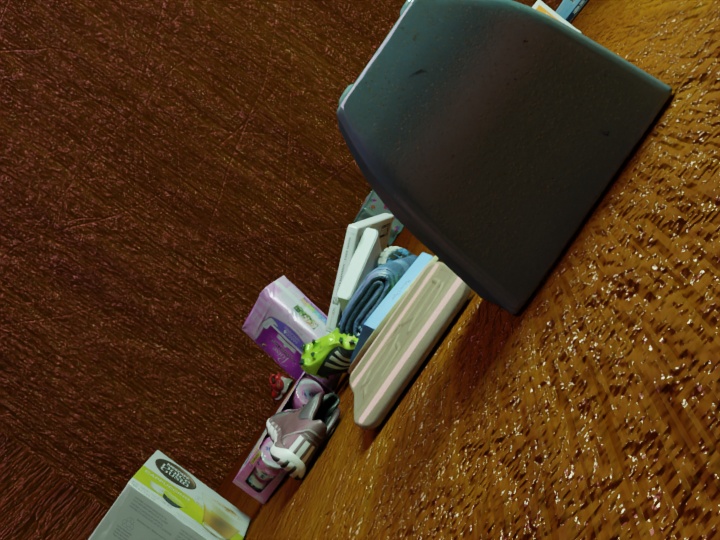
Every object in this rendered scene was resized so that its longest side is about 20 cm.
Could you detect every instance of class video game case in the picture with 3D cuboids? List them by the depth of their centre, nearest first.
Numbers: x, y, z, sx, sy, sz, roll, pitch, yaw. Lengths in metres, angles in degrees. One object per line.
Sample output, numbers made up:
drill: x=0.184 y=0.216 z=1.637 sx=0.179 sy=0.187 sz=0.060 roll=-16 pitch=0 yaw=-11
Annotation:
video game case: x=0.000 y=0.000 z=1.589 sx=0.200 sy=0.023 sz=0.186 roll=-26 pitch=-49 yaw=-69

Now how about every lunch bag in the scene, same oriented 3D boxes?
lunch bag: x=0.094 y=-0.220 z=3.301 sx=0.201 sy=0.169 sz=0.122 roll=-59 pitch=3 yaw=-38

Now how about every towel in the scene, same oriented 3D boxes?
towel: x=0.033 y=0.032 z=1.316 sx=0.113 sy=0.048 sz=0.200 roll=-57 pitch=-11 yaw=15

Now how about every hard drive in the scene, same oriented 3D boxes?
hard drive: x=0.007 y=0.036 z=1.562 sx=0.201 sy=0.026 sz=0.134 roll=75 pitch=-145 yaw=-61

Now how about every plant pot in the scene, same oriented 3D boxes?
plant pot: x=0.089 y=-0.111 z=0.741 sx=0.198 sy=0.199 sz=0.196 roll=-54 pitch=1 yaw=2

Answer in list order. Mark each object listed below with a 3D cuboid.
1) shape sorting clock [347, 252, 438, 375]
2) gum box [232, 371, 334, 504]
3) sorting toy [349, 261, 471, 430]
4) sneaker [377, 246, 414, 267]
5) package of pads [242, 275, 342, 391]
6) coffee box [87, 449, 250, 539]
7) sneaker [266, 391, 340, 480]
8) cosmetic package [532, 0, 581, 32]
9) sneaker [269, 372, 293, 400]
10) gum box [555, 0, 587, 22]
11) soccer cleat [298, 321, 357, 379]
shape sorting clock: x=0.049 y=0.061 z=1.232 sx=0.201 sy=0.039 sz=0.200 roll=-52 pitch=-10 yaw=-13
gum box: x=-0.128 y=0.279 z=1.522 sx=0.114 sy=0.066 sz=0.201 roll=-55 pitch=1 yaw=42
sorting toy: x=0.053 y=0.077 z=0.992 sx=0.187 sy=0.036 sz=0.200 roll=-55 pitch=6 yaw=2
sneaker: x=0.039 y=0.037 z=1.529 sx=0.201 sy=0.074 sz=0.087 roll=-55 pitch=-6 yaw=-48
package of pads: x=-0.104 y=0.121 z=1.604 sx=0.075 sy=0.199 sz=0.121 roll=-35 pitch=-17 yaw=-52
coffee box: x=-0.315 y=0.439 z=1.437 sx=0.202 sy=0.198 sz=0.198 roll=-54 pitch=1 yaw=3
sneaker: x=-0.072 y=0.217 z=1.305 sx=0.116 sy=0.075 sz=0.200 roll=-50 pitch=12 yaw=0
cosmetic package: x=0.291 y=-0.363 z=1.626 sx=0.202 sy=0.101 sz=0.071 roll=-56 pitch=3 yaw=-6
sneaker: x=-0.316 y=0.438 z=3.539 sx=0.077 sy=0.084 sz=0.200 roll=-54 pitch=1 yaw=-28
gum box: x=0.518 y=-0.662 z=2.012 sx=0.201 sy=0.044 sz=0.170 roll=-55 pitch=1 yaw=-27
soccer cleat: x=-0.016 y=0.123 z=1.463 sx=0.198 sy=0.080 sz=0.069 roll=-27 pitch=44 yaw=41
